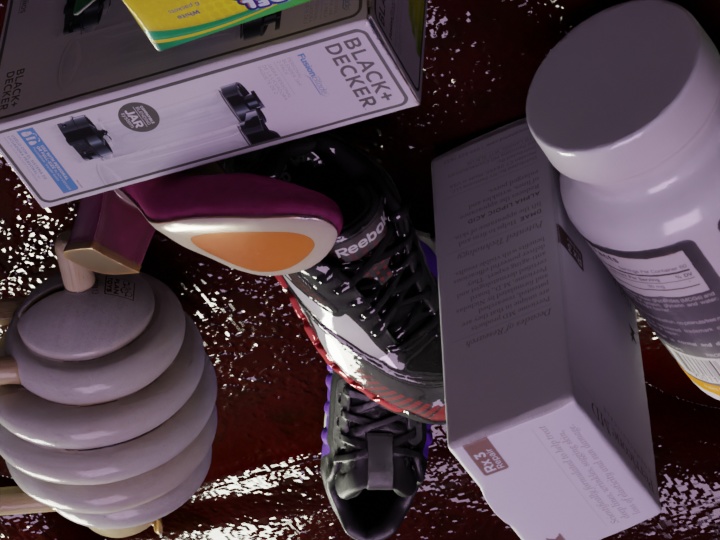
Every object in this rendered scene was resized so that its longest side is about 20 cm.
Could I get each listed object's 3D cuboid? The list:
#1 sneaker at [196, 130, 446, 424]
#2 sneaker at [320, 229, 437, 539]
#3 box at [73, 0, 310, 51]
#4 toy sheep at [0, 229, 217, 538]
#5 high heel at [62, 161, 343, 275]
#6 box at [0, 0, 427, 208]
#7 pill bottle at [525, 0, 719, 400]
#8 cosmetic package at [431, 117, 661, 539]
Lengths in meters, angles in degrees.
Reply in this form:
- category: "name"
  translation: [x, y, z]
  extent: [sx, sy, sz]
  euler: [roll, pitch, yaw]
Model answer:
- category: "sneaker"
  translation: [0.000, 0.000, 1.480]
  extent: [0.201, 0.071, 0.098]
  euler: [52, 167, -14]
- category: "sneaker"
  translation: [0.013, 0.069, 1.592]
  extent: [0.069, 0.100, 0.201]
  euler: [3, 135, 1]
- category: "box"
  translation: [-0.031, -0.169, 1.321]
  extent: [0.199, 0.118, 0.048]
  euler: [-14, 135, 21]
- category: "toy sheep"
  translation: [-0.141, 0.064, 1.585]
  extent: [0.137, 0.138, 0.201]
  euler: [-3, 132, 8]
- category: "high heel"
  translation: [-0.067, -0.049, 1.420]
  extent: [0.067, 0.097, 0.199]
  euler: [27, 161, -30]
- category: "box"
  translation: [-0.069, -0.111, 1.390]
  extent: [0.199, 0.117, 0.060]
  euler: [-16, 135, 20]
- category: "pill bottle"
  translation: [0.167, -0.033, 1.457]
  extent: [0.116, 0.117, 0.200]
  euler: [-19, 133, 24]
- category: "cosmetic package"
  translation: [0.089, 0.030, 1.465]
  extent: [0.074, 0.201, 0.102]
  euler: [-23, 133, 18]
